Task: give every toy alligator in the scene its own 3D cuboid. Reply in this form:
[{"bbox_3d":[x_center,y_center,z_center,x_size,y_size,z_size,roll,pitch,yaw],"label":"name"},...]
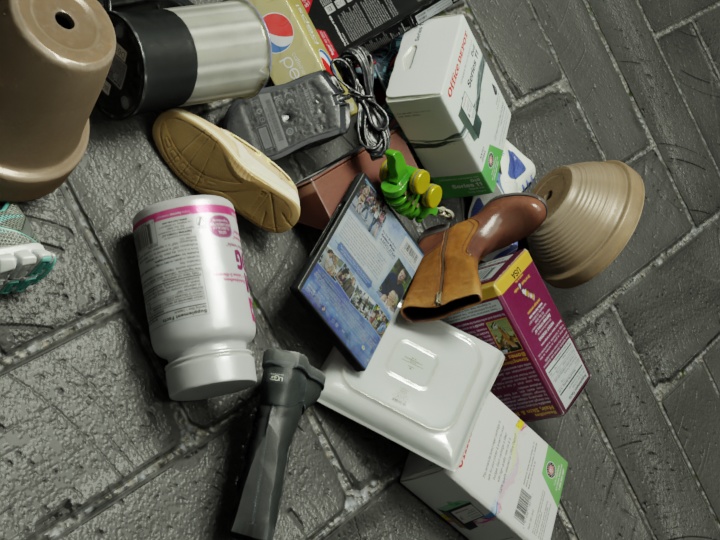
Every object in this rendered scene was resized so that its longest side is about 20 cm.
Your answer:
[{"bbox_3d":[0.068,-0.087,1.646,0.055,0.059,0.200,-62,148,-10],"label":"toy alligator"}]

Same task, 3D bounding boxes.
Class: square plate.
[{"bbox_3d":[0.062,0.121,1.597,0.199,0.029,0.199,27,49,3],"label":"square plate"}]

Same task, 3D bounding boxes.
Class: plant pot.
[{"bbox_3d":[-0.327,-0.195,1.288,0.199,0.174,0.201,27,45,-30],"label":"plant pot"},{"bbox_3d":[0.298,-0.083,1.861,0.092,0.200,0.202,34,52,-23],"label":"plant pot"}]

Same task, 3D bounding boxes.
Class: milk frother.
[{"bbox_3d":[-0.199,-0.285,1.444,0.187,0.200,0.181,-19,69,-44],"label":"milk frother"}]

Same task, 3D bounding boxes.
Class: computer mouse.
[{"bbox_3d":[-0.070,-0.183,1.597,0.198,0.053,0.140,-15,91,-7],"label":"computer mouse"}]

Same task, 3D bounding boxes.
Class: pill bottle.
[{"bbox_3d":[-0.174,0.031,1.407,0.113,0.113,0.202,1,73,-44],"label":"pill bottle"}]

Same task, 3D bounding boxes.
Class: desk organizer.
[{"bbox_3d":[-0.010,-0.106,1.660,0.200,0.071,0.077,-35,101,-46],"label":"desk organizer"}]

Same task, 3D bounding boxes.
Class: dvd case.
[{"bbox_3d":[0.000,0.000,1.577,0.143,0.017,0.201,51,48,-27],"label":"dvd case"}]

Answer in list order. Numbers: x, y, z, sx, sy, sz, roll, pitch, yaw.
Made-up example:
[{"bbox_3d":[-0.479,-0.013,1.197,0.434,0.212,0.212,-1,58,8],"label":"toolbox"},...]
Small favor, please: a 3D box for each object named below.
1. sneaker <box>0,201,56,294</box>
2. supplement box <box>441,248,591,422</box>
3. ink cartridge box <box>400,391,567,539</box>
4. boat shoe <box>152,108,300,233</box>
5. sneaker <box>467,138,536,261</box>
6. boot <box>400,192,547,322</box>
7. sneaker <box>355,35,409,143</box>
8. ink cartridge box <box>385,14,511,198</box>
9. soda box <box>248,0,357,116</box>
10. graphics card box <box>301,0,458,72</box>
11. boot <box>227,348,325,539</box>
[{"bbox_3d":[-0.394,-0.023,1.258,0.199,0.078,0.092,-4,59,-49],"label":"sneaker"},{"bbox_3d":[0.192,0.092,1.718,0.103,0.130,0.201,-42,109,-46],"label":"supplement box"},{"bbox_3d":[0.158,0.253,1.659,0.200,0.084,0.145,42,48,-24],"label":"ink cartridge box"},{"bbox_3d":[-0.154,-0.122,1.533,0.200,0.074,0.069,39,26,-16],"label":"boat shoe"},{"bbox_3d":[0.207,-0.115,1.870,0.115,0.080,0.201,4,68,-41],"label":"sneaker"},{"bbox_3d":[0.145,-0.019,1.653,0.200,0.187,0.069,-74,148,-63],"label":"boot"},{"bbox_3d":[0.031,-0.271,1.766,0.095,0.079,0.202,13,64,-38],"label":"sneaker"},{"bbox_3d":[0.120,-0.215,1.735,0.200,0.082,0.147,54,42,-45],"label":"ink cartridge box"},{"bbox_3d":[-0.082,-0.268,1.648,0.201,0.067,0.064,62,17,-4],"label":"soda box"},{"bbox_3d":[0.020,-0.360,1.700,0.126,0.199,0.051,61,7,17],"label":"graphics card box"},{"bbox_3d":[-0.091,0.201,1.438,0.165,0.065,0.202,56,40,-71],"label":"boot"}]
